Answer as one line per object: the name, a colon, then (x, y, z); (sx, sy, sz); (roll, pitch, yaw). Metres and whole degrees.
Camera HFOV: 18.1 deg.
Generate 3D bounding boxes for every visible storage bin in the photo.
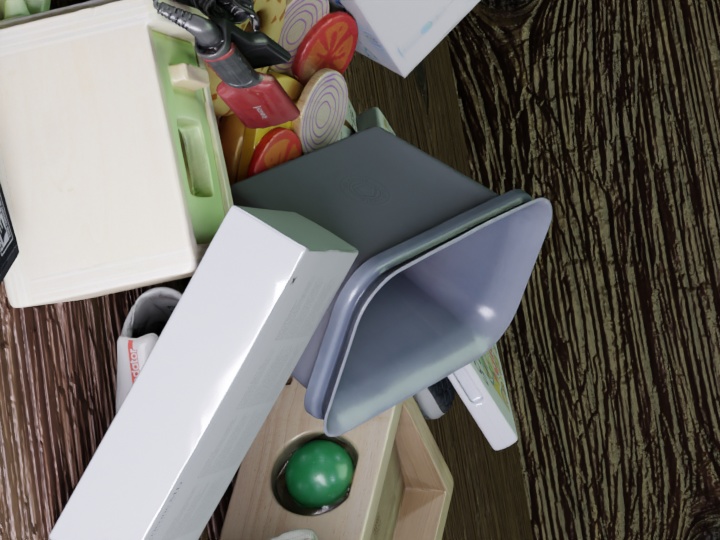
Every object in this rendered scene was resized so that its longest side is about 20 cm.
storage bin: (0.000, 0.000, 1.408); (0.200, 0.134, 0.146); (-25, 142, -46)

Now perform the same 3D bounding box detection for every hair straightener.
hair straightener: (-0.076, -0.134, 1.231); (0.200, 0.041, 0.077); (30, 50, -73)

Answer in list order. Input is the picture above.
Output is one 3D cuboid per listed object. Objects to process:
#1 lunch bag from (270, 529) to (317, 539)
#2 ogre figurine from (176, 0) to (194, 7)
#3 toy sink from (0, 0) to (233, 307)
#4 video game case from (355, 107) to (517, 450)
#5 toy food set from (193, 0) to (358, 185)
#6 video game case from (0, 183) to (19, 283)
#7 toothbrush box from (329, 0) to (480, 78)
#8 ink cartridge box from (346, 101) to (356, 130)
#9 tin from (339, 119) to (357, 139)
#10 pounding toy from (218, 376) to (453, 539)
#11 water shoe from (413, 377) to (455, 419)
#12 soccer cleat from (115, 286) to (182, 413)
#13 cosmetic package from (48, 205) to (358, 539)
lunch bag: (-0.047, 0.280, 1.290); (0.164, 0.117, 0.201); (-88, 160, -60)
ogre figurine: (-0.126, -0.148, 1.437); (0.120, 0.098, 0.201); (42, 25, -56)
toy sink: (-0.139, -0.089, 1.228); (0.130, 0.111, 0.201); (-5, 83, -81)
video game case: (0.054, 0.004, 1.622); (0.182, 0.023, 0.200); (57, 13, -34)
toy food set: (-0.064, -0.104, 1.423); (0.198, 0.048, 0.201); (-17, 119, -60)
video game case: (-0.212, -0.064, 1.031); (0.181, 0.025, 0.201); (-79, 157, -68)
toothbrush box: (-0.029, -0.235, 1.533); (0.200, 0.085, 0.147); (33, -16, 46)
ink cartridge box: (-0.031, -0.059, 1.931); (0.200, 0.082, 0.147); (61, 20, -62)
tin: (0.013, -0.023, 1.642); (0.201, 0.042, 0.112); (59, 17, -28)
pounding toy: (-0.036, 0.150, 1.557); (0.200, 0.141, 0.185); (64, 35, -53)
water shoe: (-0.006, 0.043, 1.562); (0.200, 0.078, 0.072); (55, 33, -38)
soccer cleat: (-0.110, 0.043, 1.394); (0.200, 0.068, 0.086); (-63, 145, -68)
cosmetic package: (-0.081, 0.063, 1.228); (0.201, 0.051, 0.151); (-61, 173, 5)
